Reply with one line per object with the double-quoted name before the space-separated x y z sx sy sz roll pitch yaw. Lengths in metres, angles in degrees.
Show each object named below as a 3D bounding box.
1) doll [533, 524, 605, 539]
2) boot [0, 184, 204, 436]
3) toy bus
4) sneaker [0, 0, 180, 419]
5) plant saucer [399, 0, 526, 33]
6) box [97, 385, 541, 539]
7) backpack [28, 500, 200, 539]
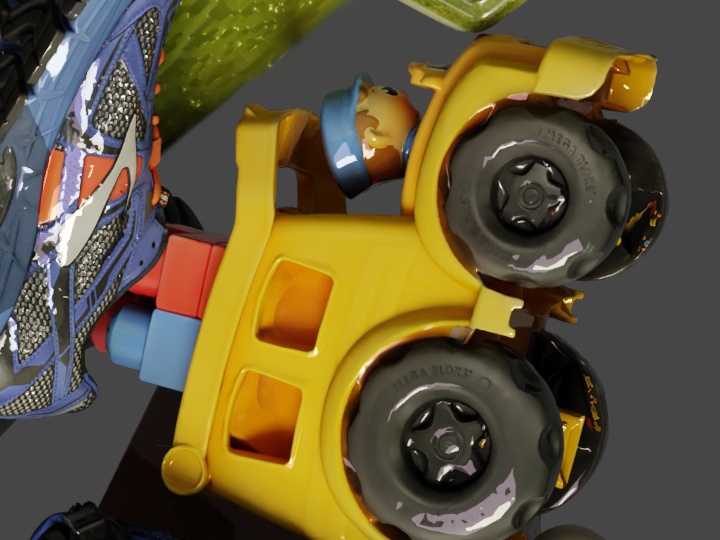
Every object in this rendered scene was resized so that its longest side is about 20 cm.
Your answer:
"doll" 0.139 0.160 0.987 0.200 0.136 0.049 40 87 -25
"boot" -0.178 0.011 0.959 0.168 0.077 0.200 -35 144 30
"toy bus" 0.000 0.000 0.881 0.191 0.136 0.201 17 95 15
"sneaker" -0.096 -0.038 0.843 0.078 0.075 0.200 17 106 -30
"plant saucer" 0.036 -0.153 0.782 0.199 0.048 0.200 23 133 -40
"box" -0.019 0.175 1.009 0.165 0.164 0.200 6 125 12
"backpack" -0.033 0.189 0.828 0.199 0.163 0.168 17 155 4
